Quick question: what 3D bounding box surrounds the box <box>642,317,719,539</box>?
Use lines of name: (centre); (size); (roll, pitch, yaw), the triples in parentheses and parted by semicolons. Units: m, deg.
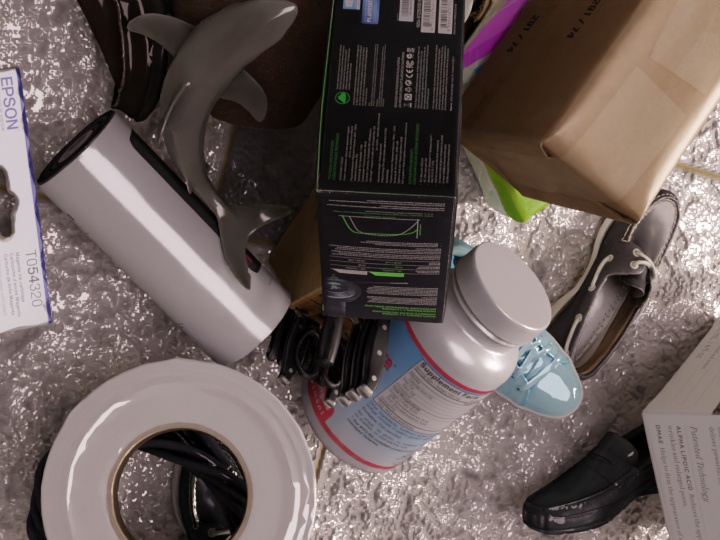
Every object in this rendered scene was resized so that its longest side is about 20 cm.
box: (0.365, 0.168, 1.428); (0.199, 0.131, 0.200); (-38, 120, -50)

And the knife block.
knife block: (0.000, 0.000, 1.220); (0.064, 0.176, 0.200); (28, 101, -29)

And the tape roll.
tape roll: (-0.132, 0.167, 1.175); (0.202, 0.071, 0.203); (1, 83, -5)

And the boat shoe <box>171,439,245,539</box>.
boat shoe: (-0.103, 0.228, 1.290); (0.076, 0.060, 0.200); (-18, 108, -20)

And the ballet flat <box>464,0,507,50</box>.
ballet flat: (0.044, -0.172, 1.229); (0.067, 0.062, 0.200); (37, 121, -1)

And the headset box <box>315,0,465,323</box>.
headset box: (0.022, -0.078, 1.117); (0.093, 0.200, 0.174); (3, 64, 2)

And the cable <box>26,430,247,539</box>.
cable: (-0.159, 0.203, 1.224); (0.163, 0.051, 0.200); (-34, 91, -12)

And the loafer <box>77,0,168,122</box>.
loafer: (-0.181, -0.208, 1.160); (0.071, 0.073, 0.200); (-4, 100, -14)

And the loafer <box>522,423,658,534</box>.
loafer: (0.227, 0.180, 1.442); (0.200, 0.068, 0.070); (-20, 112, -29)

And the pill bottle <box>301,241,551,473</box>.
pill bottle: (0.053, 0.068, 1.255); (0.109, 0.109, 0.200); (29, 126, -28)

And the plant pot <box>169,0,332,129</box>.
plant pot: (-0.068, -0.213, 1.165); (0.187, 0.187, 0.200); (2, 116, -27)

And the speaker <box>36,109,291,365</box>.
speaker: (-0.145, -0.021, 1.190); (0.081, 0.081, 0.200); (-46, 108, -11)

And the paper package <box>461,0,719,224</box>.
paper package: (0.185, -0.152, 1.203); (0.103, 0.191, 0.200); (36, 84, -23)

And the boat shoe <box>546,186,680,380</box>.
boat shoe: (0.229, 0.012, 1.410); (0.074, 0.060, 0.200); (44, 80, -28)

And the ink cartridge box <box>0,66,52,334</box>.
ink cartridge box: (-0.332, -0.038, 1.131); (0.200, 0.043, 0.197); (-11, 104, -27)

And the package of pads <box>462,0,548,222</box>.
package of pads: (0.146, -0.164, 1.328); (0.154, 0.068, 0.200); (-33, 113, -16)

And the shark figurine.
shark figurine: (-0.117, -0.095, 1.118); (0.128, 0.090, 0.215); (12, 127, 9)

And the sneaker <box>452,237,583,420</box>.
sneaker: (0.116, 0.054, 1.324); (0.074, 0.082, 0.200); (-45, 99, -2)
